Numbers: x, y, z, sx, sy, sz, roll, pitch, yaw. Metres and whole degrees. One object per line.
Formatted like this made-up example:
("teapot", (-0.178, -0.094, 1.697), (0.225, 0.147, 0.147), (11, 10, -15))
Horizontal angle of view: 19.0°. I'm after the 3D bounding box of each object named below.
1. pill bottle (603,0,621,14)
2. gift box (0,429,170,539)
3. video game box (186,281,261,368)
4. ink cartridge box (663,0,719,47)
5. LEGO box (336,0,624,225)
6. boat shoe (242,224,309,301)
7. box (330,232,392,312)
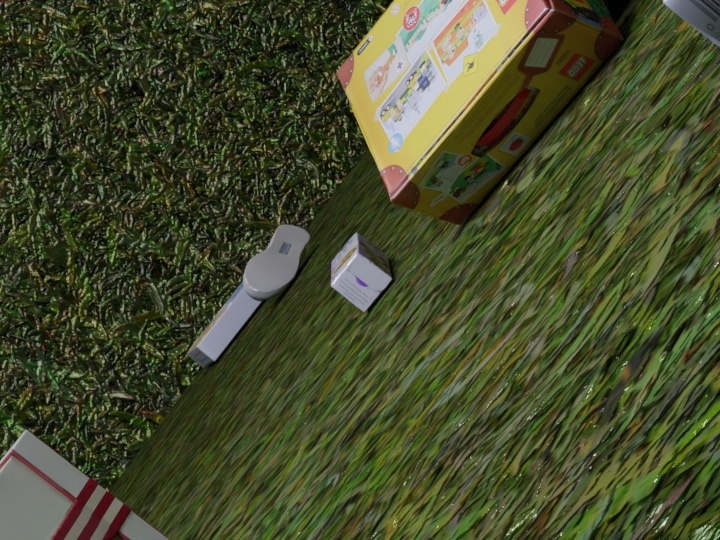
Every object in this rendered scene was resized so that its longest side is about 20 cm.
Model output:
("pill bottle", (0.167, -0.251, 1.753), (0.200, 0.112, 0.112), (-54, 5, -32))
("gift box", (-0.268, 0.255, 1.636), (0.200, 0.185, 0.187), (-42, 10, 30))
("video game box", (-0.201, 0.065, 3.504), (0.200, 0.047, 0.182), (-52, 2, -11))
("ink cartridge box", (0.233, -0.212, 1.151), (0.163, 0.057, 0.200), (-50, 9, 22))
("LEGO box", (0.085, -0.160, 1.618), (0.200, 0.077, 0.149), (-49, 43, 29))
("boat shoe", (-0.128, 0.002, 3.149), (0.200, 0.072, 0.069), (-72, -2, -60))
("box", (0.000, 0.000, 1.901), (0.039, 0.041, 0.200), (-50, 3, 4))
